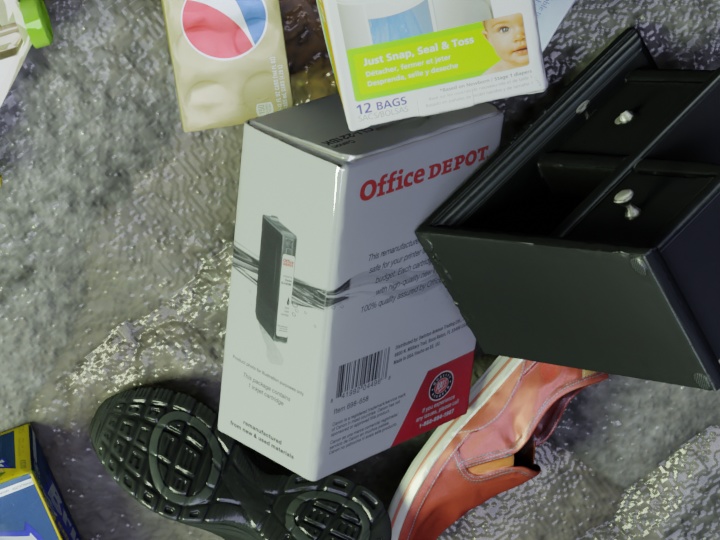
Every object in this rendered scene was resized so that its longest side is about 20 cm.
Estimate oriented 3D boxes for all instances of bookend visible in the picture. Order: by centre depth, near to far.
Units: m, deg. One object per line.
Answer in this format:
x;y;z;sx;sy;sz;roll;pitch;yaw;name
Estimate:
0.171;-0.040;1.519;0.199;0.200;0.092;-43;117;-24;bookend

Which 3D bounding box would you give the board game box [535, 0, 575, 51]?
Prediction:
0.056;-0.231;1.477;0.198;0.043;0.200;24;115;-20;board game box

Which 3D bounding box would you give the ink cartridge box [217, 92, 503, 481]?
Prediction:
0.000;0.000;1.587;0.144;0.083;0.201;-20;126;-45;ink cartridge box

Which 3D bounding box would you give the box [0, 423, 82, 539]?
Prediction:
-0.198;0.201;1.703;0.064;0.070;0.201;-21;115;1;box

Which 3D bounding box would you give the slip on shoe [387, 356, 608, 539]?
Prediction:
0.079;0.114;1.687;0.061;0.074;0.200;42;103;14;slip on shoe

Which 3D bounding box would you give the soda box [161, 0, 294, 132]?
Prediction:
-0.084;-0.185;1.542;0.067;0.064;0.201;-8;116;-2;soda box

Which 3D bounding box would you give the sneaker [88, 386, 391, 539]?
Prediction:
-0.078;0.141;1.685;0.199;0.091;0.076;29;74;4;sneaker

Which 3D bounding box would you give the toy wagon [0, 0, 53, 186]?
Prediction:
-0.256;-0.133;1.561;0.154;0.040;0.201;-17;116;2;toy wagon

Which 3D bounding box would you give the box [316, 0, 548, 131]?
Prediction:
0.023;-0.191;1.411;0.112;0.102;0.201;-12;122;-2;box
